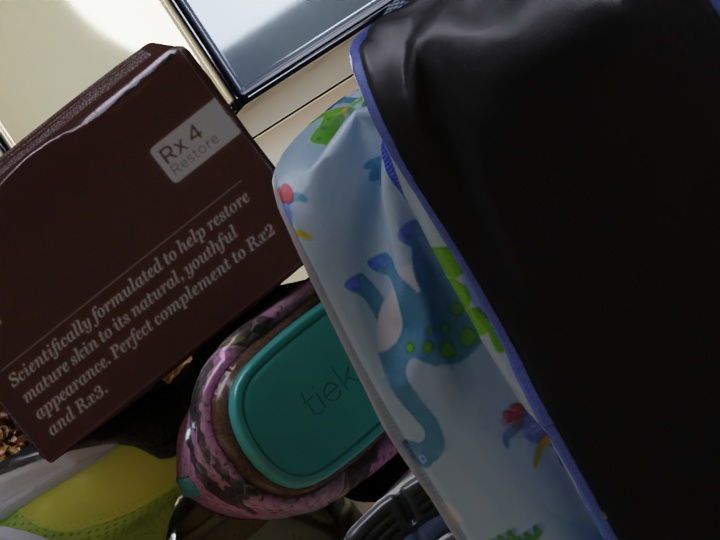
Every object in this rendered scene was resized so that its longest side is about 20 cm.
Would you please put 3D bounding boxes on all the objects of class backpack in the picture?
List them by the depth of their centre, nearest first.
[{"bbox_3d":[0.081,-0.014,0.639,0.147,0.183,0.200,-28,7,28],"label":"backpack"}]

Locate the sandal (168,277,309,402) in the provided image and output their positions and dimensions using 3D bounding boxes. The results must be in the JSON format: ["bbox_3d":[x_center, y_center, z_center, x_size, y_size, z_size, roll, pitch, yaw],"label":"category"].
[{"bbox_3d":[0.001,-0.001,0.883,0.200,0.048,0.075,-32,24,17],"label":"sandal"}]

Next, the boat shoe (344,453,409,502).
[{"bbox_3d":[0.056,0.026,0.884,0.200,0.075,0.073,-30,9,31],"label":"boat shoe"}]

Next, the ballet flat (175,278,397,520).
[{"bbox_3d":[0.022,0.004,0.793,0.200,0.069,0.071,-37,8,-26],"label":"ballet flat"}]

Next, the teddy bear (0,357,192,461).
[{"bbox_3d":[-0.113,0.026,0.983,0.200,0.145,0.067,-41,-18,-21],"label":"teddy bear"}]

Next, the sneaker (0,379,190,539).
[{"bbox_3d":[-0.092,0.109,0.859,0.078,0.090,0.200,-26,-16,-45],"label":"sneaker"}]

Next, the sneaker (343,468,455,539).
[{"bbox_3d":[0.065,0.044,0.767,0.200,0.075,0.087,-34,4,-6],"label":"sneaker"}]

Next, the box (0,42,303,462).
[{"bbox_3d":[-0.075,-0.013,0.835,0.100,0.075,0.200,-38,6,-1],"label":"box"}]

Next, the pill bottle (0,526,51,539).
[{"bbox_3d":[-0.122,0.150,0.721,0.112,0.112,0.200,-31,9,15],"label":"pill bottle"}]

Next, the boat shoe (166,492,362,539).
[{"bbox_3d":[-0.042,0.086,0.944,0.073,0.063,0.201,-34,9,-1],"label":"boat shoe"}]
